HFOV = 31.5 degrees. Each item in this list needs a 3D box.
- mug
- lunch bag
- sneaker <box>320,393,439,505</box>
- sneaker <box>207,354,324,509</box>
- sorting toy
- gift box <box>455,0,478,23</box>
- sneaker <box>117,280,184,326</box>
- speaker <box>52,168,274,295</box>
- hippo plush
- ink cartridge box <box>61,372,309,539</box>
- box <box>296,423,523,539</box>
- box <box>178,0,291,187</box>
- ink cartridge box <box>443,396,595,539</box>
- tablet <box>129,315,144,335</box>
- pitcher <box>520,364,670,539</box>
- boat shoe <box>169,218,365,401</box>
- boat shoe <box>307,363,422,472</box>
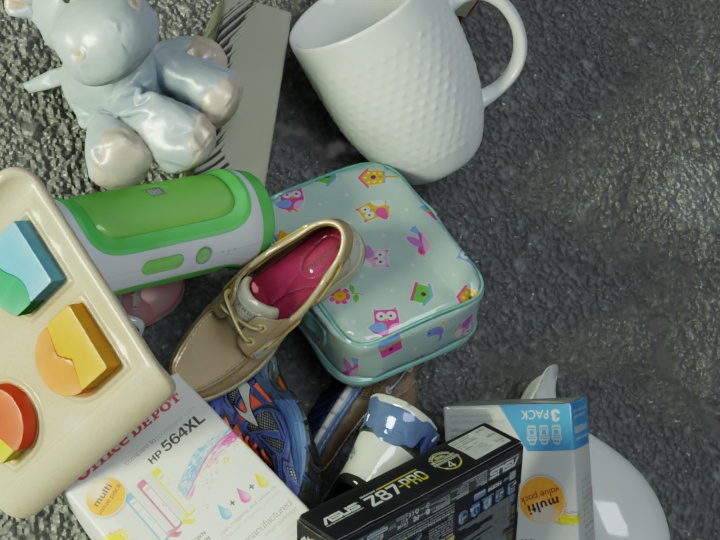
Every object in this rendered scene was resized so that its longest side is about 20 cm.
[{"bbox_3d":[0.060,-0.187,1.189,0.199,0.148,0.176,-28,119,7],"label":"mug"},{"bbox_3d":[0.000,0.000,1.134,0.159,0.077,0.200,-24,54,-20],"label":"lunch bag"},{"bbox_3d":[0.010,0.195,1.062,0.080,0.200,0.115,25,62,22],"label":"sneaker"},{"bbox_3d":[-0.087,0.129,1.072,0.078,0.076,0.200,-25,44,-7],"label":"sneaker"},{"bbox_3d":[-0.250,0.056,0.921,0.201,0.185,0.036,53,23,7],"label":"sorting toy"},{"bbox_3d":[0.066,-0.353,1.249,0.185,0.185,0.202,3,70,-19],"label":"gift box"},{"bbox_3d":[-0.232,0.006,1.054,0.198,0.105,0.076,0,72,-24],"label":"sneaker"},{"bbox_3d":[-0.167,-0.028,1.007,0.199,0.088,0.089,-15,81,-39],"label":"speaker"},{"bbox_3d":[-0.189,-0.187,1.036,0.158,0.161,0.200,-28,52,-15],"label":"hippo plush"},{"bbox_3d":[-0.135,0.192,0.991,0.128,0.126,0.200,-40,64,-19],"label":"ink cartridge box"},{"bbox_3d":[0.041,0.225,0.972,0.199,0.049,0.163,-21,120,-38],"label":"box"},{"bbox_3d":[-0.116,-0.140,1.161,0.068,0.082,0.202,13,69,-18],"label":"box"},{"bbox_3d":[0.139,0.213,1.099,0.068,0.114,0.202,1,85,-68],"label":"ink cartridge box"},{"bbox_3d":[-0.284,0.058,1.013,0.198,0.131,0.014,17,34,-19],"label":"tablet"},{"bbox_3d":[0.173,0.215,1.175,0.171,0.121,0.201,-35,80,-7],"label":"pitcher"},{"bbox_3d":[-0.083,0.026,1.038,0.200,0.069,0.074,-44,76,-3],"label":"boat shoe"},{"bbox_3d":[0.016,0.108,1.151,0.072,0.072,0.201,40,63,-10],"label":"boat shoe"}]
